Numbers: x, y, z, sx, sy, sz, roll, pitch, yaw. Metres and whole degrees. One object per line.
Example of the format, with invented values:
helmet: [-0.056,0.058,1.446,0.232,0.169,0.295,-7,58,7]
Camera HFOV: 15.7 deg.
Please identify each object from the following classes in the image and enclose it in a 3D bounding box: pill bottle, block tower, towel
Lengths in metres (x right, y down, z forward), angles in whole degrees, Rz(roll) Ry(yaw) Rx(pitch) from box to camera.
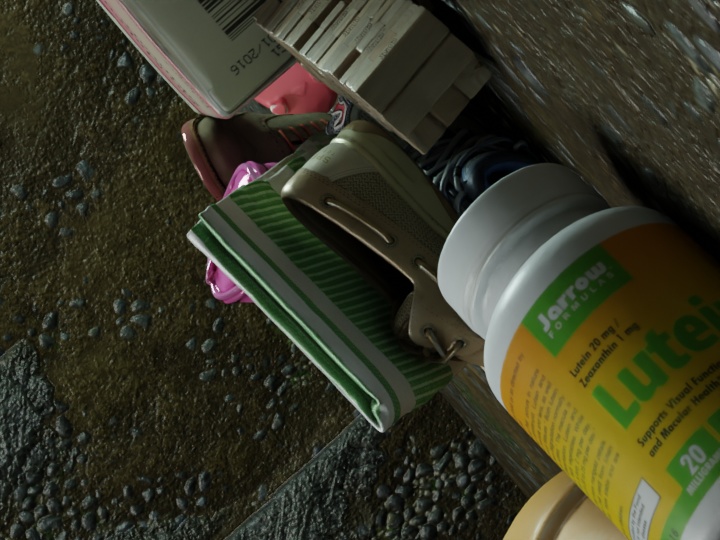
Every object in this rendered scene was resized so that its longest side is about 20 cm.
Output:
pill bottle: [0.123,0.044,1.119,0.200,0.111,0.111,46,176,35]
block tower: [0.003,-0.114,1.320,0.054,0.058,0.200,40,-178,-23]
towel: [0.000,0.000,1.378,0.153,0.023,0.200,45,-154,4]

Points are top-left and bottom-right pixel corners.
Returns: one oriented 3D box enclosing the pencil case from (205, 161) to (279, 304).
pencil case: [0.005,-0.005,1.508,0.199,0.094,0.091,12,-118,-30]

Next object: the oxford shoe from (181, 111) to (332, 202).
oxford shoe: [-0.048,-0.078,1.636,0.071,0.075,0.200,65,-160,8]

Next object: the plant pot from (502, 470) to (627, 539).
plant pot: [0.189,0.187,1.413,0.200,0.200,0.183,49,162,-3]

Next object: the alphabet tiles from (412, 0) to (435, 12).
alphabet tiles: [-0.038,-0.209,1.264,0.200,0.008,0.167,51,176,-27]

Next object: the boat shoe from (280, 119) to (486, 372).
boat shoe: [0.042,0.017,1.321,0.200,0.064,0.071,47,160,5]

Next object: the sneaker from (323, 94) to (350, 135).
sneaker: [0.015,-0.076,1.533,0.081,0.075,0.200,48,176,6]

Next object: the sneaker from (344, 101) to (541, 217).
sneaker: [0.066,-0.044,1.362,0.200,0.077,0.085,39,163,26]

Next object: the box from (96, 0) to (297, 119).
box: [-0.087,-0.168,1.509,0.128,0.109,0.200,49,177,-8]

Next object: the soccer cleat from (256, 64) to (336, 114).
soccer cleat: [-0.085,-0.182,1.689,0.200,0.067,0.077,43,-155,-20]
